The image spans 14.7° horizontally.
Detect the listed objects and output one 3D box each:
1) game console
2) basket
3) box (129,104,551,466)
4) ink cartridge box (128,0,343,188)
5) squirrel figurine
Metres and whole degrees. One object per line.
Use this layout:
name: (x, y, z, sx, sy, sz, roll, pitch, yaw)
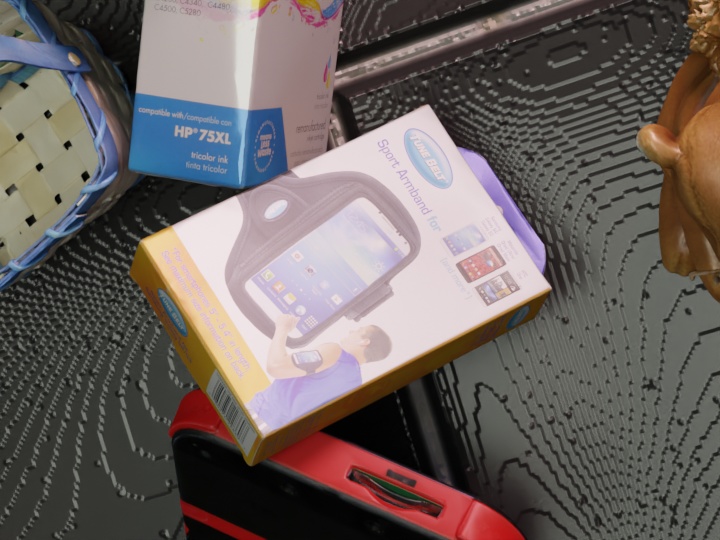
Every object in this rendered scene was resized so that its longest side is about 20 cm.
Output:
game console: (-0.005, 0.144, 1.428, 0.199, 0.177, 0.031, 23, 60, 17)
basket: (-0.210, -0.058, 1.442, 0.176, 0.200, 0.139, -37, 83, 19)
box: (0.000, 0.000, 1.389, 0.199, 0.042, 0.119, -27, 73, -22)
ink cartridge box: (-0.057, -0.148, 1.422, 0.067, 0.116, 0.201, 10, 100, 19)
squirrel figurine: (0.187, -0.080, 1.301, 0.141, 0.187, 0.202, 1, 96, 20)
